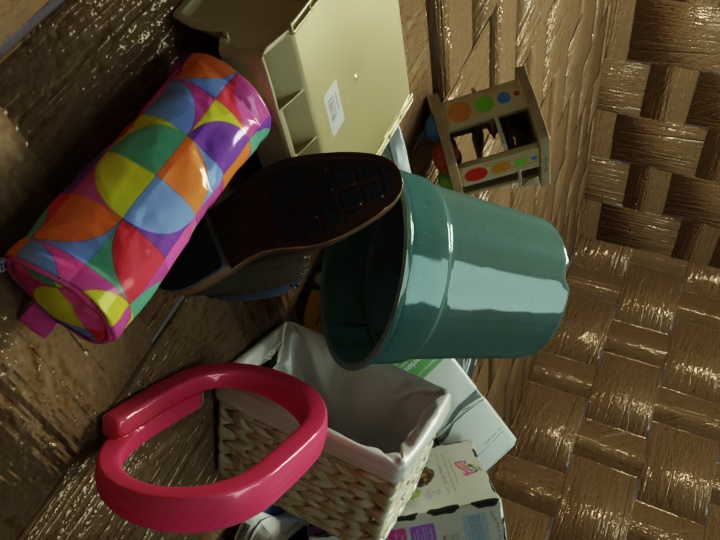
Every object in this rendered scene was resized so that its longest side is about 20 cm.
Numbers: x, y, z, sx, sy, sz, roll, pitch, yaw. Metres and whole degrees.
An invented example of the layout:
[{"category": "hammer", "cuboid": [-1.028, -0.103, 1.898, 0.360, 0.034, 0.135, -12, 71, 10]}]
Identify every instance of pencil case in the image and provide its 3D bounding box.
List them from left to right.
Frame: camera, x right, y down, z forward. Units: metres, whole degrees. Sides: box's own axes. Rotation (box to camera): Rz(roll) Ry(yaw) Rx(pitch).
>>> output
[{"category": "pencil case", "cuboid": [-0.137, -0.048, 0.460, 0.201, 0.088, 0.089, -58, 154, -29]}]

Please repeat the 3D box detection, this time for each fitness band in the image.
[{"category": "fitness band", "cuboid": [-0.110, 0.129, 0.560, 0.200, 0.143, 0.038, -30, 134, -60]}]

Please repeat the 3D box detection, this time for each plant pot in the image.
[{"category": "plant pot", "cuboid": [0.085, 0.004, 0.722, 0.200, 0.195, 0.202, -173, -90, -67]}]

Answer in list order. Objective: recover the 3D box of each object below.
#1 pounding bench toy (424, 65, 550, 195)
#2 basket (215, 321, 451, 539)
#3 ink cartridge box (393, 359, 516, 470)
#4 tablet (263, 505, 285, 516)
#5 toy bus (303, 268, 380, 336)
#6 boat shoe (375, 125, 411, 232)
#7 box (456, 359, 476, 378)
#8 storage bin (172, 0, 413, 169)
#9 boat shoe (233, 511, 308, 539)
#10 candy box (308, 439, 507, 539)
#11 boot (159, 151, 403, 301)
[{"category": "pounding bench toy", "cuboid": [0.185, -0.168, 1.066, 0.200, 0.155, 0.125, 58, 19, -63]}, {"category": "basket", "cuboid": [-0.031, 0.160, 0.718, 0.135, 0.199, 0.124, -39, 146, -56]}, {"category": "ink cartridge box", "cuboid": [0.092, 0.160, 0.947, 0.083, 0.200, 0.147, -41, -167, -10]}, {"category": "tablet", "cuboid": [-0.113, 0.318, 0.865, 0.130, 0.014, 0.202, -14, 117, -66]}, {"category": "toy bus", "cuboid": [0.000, 0.000, 0.838, 0.201, 0.078, 0.065, -64, 157, -25]}, {"category": "boat shoe", "cuboid": [0.010, -0.129, 0.781, 0.071, 0.069, 0.201, -113, -174, -70]}, {"category": "box", "cuboid": [0.100, 0.158, 1.145, 0.200, 0.123, 0.198, 27, 81, -69]}, {"category": "storage bin", "cuboid": [-0.042, -0.166, 0.601, 0.199, 0.093, 0.201, -61, 155, -30]}, {"category": "boat shoe", "cuboid": [-0.078, 0.320, 0.844, 0.200, 0.065, 0.074, 37, 69, -67]}, {"category": "candy box", "cuboid": [0.047, 0.266, 0.802, 0.168, 0.198, 0.072, -99, 178, -83]}, {"category": "boot", "cuboid": [-0.059, -0.030, 0.567, 0.097, 0.199, 0.075, 57, 15, -74]}]
